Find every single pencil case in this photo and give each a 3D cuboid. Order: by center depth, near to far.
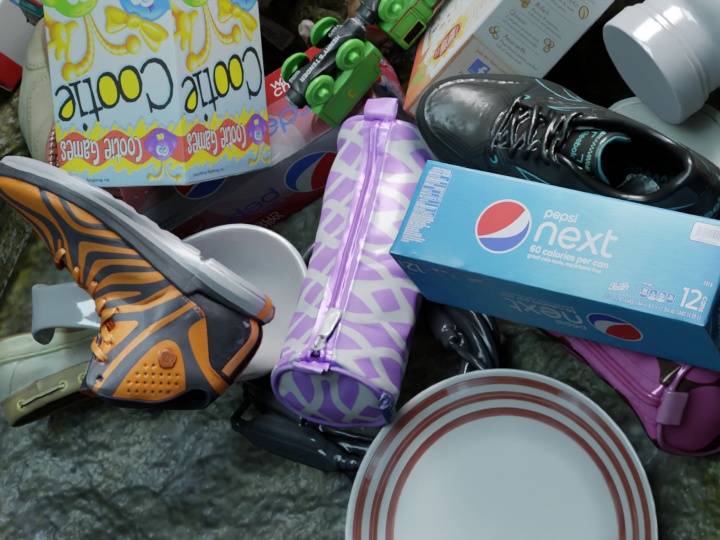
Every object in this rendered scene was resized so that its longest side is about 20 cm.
[{"bbox_3d":[0.147,0.026,1.396,0.200,0.093,0.091,43,112,37],"label":"pencil case"},{"bbox_3d":[0.000,0.000,1.451,0.083,0.086,0.201,-3,56,27],"label":"pencil case"}]

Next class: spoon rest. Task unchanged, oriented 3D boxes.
[{"bbox_3d":[-0.126,0.023,1.508,0.198,0.061,0.100,-4,84,18],"label":"spoon rest"}]

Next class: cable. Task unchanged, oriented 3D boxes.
[{"bbox_3d":[0.014,0.056,1.500,0.199,0.051,0.164,13,71,34],"label":"cable"}]

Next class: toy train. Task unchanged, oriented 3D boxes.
[{"bbox_3d":[0.027,-0.176,1.503,0.200,0.056,0.042,-49,53,4],"label":"toy train"}]

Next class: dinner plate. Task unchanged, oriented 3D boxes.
[{"bbox_3d":[0.084,0.160,1.402,0.199,0.024,0.202,-2,84,24],"label":"dinner plate"}]

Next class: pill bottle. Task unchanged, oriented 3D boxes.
[{"bbox_3d":[0.241,-0.175,1.386,0.200,0.104,0.104,-38,54,-8],"label":"pill bottle"}]

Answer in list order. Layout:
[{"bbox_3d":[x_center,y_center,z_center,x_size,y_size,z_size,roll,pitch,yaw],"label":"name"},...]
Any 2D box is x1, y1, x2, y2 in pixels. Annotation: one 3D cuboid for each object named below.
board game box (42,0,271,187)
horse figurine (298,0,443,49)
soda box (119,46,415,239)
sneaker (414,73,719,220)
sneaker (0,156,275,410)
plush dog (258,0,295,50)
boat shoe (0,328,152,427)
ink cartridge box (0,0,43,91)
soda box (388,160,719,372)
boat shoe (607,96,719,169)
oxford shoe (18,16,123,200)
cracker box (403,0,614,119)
[{"bbox_3d":[-0.134,-0.159,1.511,0.104,0.103,0.202,-1,98,30],"label":"board game box"},{"bbox_3d":[0.039,-0.210,1.557,0.199,0.133,0.050,-27,44,1],"label":"horse figurine"},{"bbox_3d":[-0.064,-0.079,1.588,0.199,0.063,0.070,-30,58,17],"label":"soda box"},{"bbox_3d":[0.121,-0.076,1.361,0.199,0.079,0.076,19,82,20],"label":"sneaker"},{"bbox_3d":[-0.161,0.016,1.452,0.199,0.078,0.113,31,85,8],"label":"sneaker"},{"bbox_3d":[-0.080,-0.264,1.649,0.199,0.161,0.172,17,61,22],"label":"plush dog"},{"bbox_3d":[-0.157,0.064,1.588,0.199,0.074,0.067,-11,83,23],"label":"boat shoe"},{"bbox_3d":[-0.279,-0.220,1.775,0.116,0.067,0.201,38,92,37],"label":"ink cartridge box"},{"bbox_3d":[0.122,-0.003,1.332,0.199,0.068,0.065,14,71,29],"label":"soda box"},{"bbox_3d":[0.229,-0.050,1.398,0.199,0.062,0.075,18,78,33],"label":"boat shoe"},{"bbox_3d":[-0.209,-0.094,1.694,0.074,0.070,0.202,-31,54,47],"label":"oxford shoe"},{"bbox_3d":[0.113,-0.180,1.454,0.200,0.058,0.134,-48,14,28],"label":"cracker box"}]
